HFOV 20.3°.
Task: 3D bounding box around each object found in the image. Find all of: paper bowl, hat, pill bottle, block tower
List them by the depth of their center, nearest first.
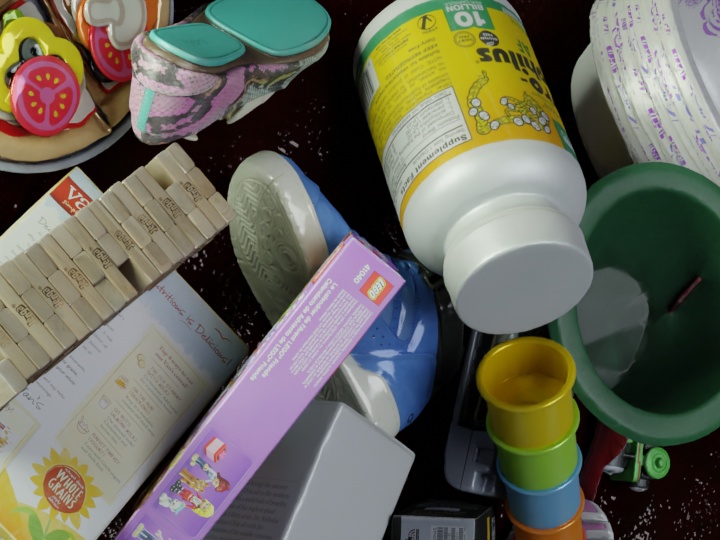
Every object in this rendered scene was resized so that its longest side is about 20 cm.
[{"bbox_3d":[-0.143,0.003,1.030,0.058,0.054,0.200,49,43,-3],"label":"block tower"},{"bbox_3d":[0.070,-0.066,1.199,0.112,0.113,0.201,20,40,-38],"label":"pill bottle"},{"bbox_3d":[0.149,0.040,1.310,0.165,0.176,0.202,18,77,-23],"label":"hat"},{"bbox_3d":[0.217,-0.102,1.360,0.200,0.104,0.202,40,36,-38],"label":"paper bowl"}]

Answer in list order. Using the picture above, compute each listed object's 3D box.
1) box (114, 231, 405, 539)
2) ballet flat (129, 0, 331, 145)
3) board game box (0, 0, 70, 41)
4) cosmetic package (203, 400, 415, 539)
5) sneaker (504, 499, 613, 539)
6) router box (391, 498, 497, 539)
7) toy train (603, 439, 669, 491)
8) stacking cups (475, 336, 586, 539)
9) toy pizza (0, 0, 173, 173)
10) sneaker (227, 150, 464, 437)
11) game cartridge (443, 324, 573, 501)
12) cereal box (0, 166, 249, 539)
[{"bbox_3d":[-0.052,0.068,1.089,0.039,0.137,0.200,38,91,-3],"label":"box"},{"bbox_3d":[-0.081,-0.113,1.148,0.071,0.069,0.200,-64,168,24],"label":"ballet flat"},{"bbox_3d":[-0.241,-0.128,1.054,0.199,0.023,0.106,2,86,-41],"label":"board game box"},{"bbox_3d":[-0.057,0.176,1.152,0.071,0.101,0.201,37,67,-34],"label":"cosmetic package"},{"bbox_3d":[0.135,0.252,1.336,0.089,0.080,0.202,59,31,-63],"label":"sneaker"},{"bbox_3d":[0.050,0.243,1.217,0.157,0.052,0.202,23,69,-81],"label":"router box"},{"bbox_3d":[0.195,0.053,1.411,0.056,0.042,0.202,12,81,-30],"label":"toy train"},{"bbox_3d":[0.109,0.133,1.236,0.060,0.060,0.201,-43,141,-32],"label":"stacking cups"},{"bbox_3d":[-0.177,-0.153,1.073,0.199,0.032,0.202,2,87,-41],"label":"toy pizza"},{"bbox_3d":[-0.001,0.000,1.219,0.111,0.076,0.201,-38,112,-33],"label":"sneaker"},{"bbox_3d":[0.109,0.050,1.304,0.133,0.040,0.202,24,78,-60],"label":"game cartridge"},{"bbox_3d":[-0.161,0.055,1.051,0.144,0.039,0.200,48,44,-8],"label":"cereal box"}]
